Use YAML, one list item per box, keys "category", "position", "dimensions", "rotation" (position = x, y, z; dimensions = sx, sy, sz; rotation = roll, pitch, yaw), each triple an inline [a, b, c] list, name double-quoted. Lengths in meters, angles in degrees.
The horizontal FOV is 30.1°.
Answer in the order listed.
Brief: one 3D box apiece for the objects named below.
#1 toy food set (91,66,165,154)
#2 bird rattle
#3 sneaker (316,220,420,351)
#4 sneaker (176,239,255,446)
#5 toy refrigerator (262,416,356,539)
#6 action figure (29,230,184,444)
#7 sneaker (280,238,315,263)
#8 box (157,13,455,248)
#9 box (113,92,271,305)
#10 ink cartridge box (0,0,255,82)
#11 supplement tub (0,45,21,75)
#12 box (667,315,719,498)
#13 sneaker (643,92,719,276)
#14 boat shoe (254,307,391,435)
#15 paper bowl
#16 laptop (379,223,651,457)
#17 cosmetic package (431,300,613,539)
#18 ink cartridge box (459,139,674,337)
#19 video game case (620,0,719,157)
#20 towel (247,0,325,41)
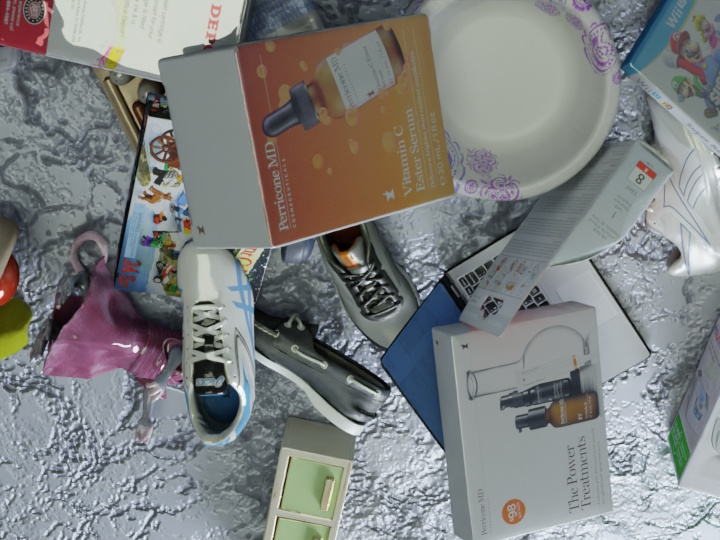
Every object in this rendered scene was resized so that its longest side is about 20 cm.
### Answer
- category: "toy food set"
  position: [-0.156, -0.139, 1.223]
  dimensions: [0.143, 0.060, 0.201]
  rotation: [-20, 111, 12]
- category: "bird rattle"
  position: [-0.365, 0.026, 1.244]
  dimensions: [0.112, 0.200, 0.164]
  rotation: [20, 89, -6]
- category: "sneaker"
  position: [0.000, 0.000, 1.263]
  dimensions: [0.074, 0.079, 0.201]
  rotation: [-23, 111, 11]
- category: "sneaker"
  position: [-0.133, 0.067, 1.226]
  dimensions: [0.071, 0.073, 0.201]
  rotation: [-3, 112, 3]
- category: "toy refrigerator"
  position: [-0.060, 0.260, 1.381]
  dimensions: [0.075, 0.070, 0.201]
  rotation: [12, 113, -1]
- category: "action figure"
  position: [-0.216, 0.075, 1.316]
  dimensions: [0.199, 0.150, 0.134]
  rotation: [21, 148, -24]
- category: "sneaker"
  position: [-0.014, -0.091, 1.179]
  dimensions: [0.081, 0.070, 0.201]
  rotation: [18, 70, -6]
- category: "box"
  position: [-0.039, -0.111, 1.058]
  dimensions: [0.106, 0.199, 0.153]
  rotation: [2, 106, 49]
- category: "box"
  position: [-0.141, -0.059, 1.206]
  dimensions: [0.136, 0.038, 0.201]
  rotation: [7, 130, -14]
- category: "ink cartridge box"
  position: [-0.187, -0.239, 1.106]
  dimensions: [0.198, 0.086, 0.149]
  rotation: [13, 103, -2]
- category: "supplement tub"
  position: [-0.342, -0.276, 1.143]
  dimensions: [0.122, 0.123, 0.201]
  rotation: [13, 113, -2]
- category: "box"
  position: [0.423, 0.138, 1.287]
  dimensions: [0.199, 0.097, 0.177]
  rotation: [17, 115, -2]
- category: "sneaker"
  position: [0.293, -0.076, 1.218]
  dimensions: [0.087, 0.075, 0.201]
  rotation: [-18, 110, 16]
- category: "boat shoe"
  position: [-0.059, 0.076, 1.305]
  dimensions: [0.200, 0.076, 0.060]
  rotation: [38, 101, -14]
- category: "paper bowl"
  position: [0.122, -0.171, 1.169]
  dimensions: [0.199, 0.104, 0.202]
  rotation: [2, 113, 4]
- category: "laptop"
  position: [0.152, 0.082, 1.268]
  dimensions: [0.199, 0.116, 0.188]
  rotation: [-31, 108, 15]
- category: "cosmetic package"
  position: [0.152, 0.140, 1.243]
  dimensions: [0.150, 0.052, 0.202]
  rotation: [-10, 100, -17]
- category: "ink cartridge box"
  position: [0.175, -0.020, 1.164]
  dimensions: [0.050, 0.162, 0.201]
  rotation: [34, 88, -9]
- category: "video game case"
  position: [0.332, -0.166, 1.158]
  dimensions: [0.200, 0.018, 0.144]
  rotation: [38, 71, -12]
- category: "towel"
  position: [-0.122, -0.228, 1.160]
  dimensions: [0.146, 0.024, 0.201]
  rotation: [-27, 102, 11]
